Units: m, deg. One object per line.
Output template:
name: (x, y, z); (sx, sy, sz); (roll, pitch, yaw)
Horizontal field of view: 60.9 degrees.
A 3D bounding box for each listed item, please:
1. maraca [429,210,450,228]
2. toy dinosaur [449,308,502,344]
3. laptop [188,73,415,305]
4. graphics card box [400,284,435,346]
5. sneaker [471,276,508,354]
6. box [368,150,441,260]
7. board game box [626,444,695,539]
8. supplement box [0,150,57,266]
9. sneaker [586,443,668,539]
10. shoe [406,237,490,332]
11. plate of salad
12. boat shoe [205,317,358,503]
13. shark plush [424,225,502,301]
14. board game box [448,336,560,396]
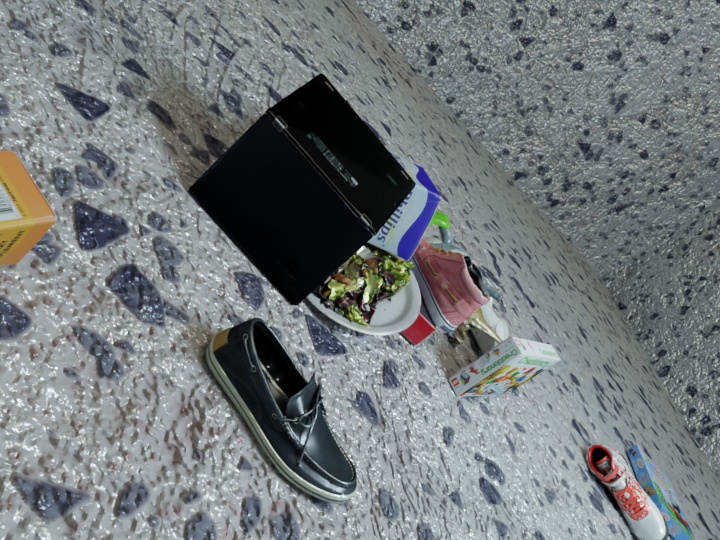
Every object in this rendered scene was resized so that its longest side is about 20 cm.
maraca: (0.083, -0.119, 1.126); (0.198, 0.108, 0.137); (4, 35, -42)
toy dinosaur: (0.189, 0.083, 1.074); (0.200, 0.059, 0.101); (41, 38, 15)
laptop: (-0.063, -0.103, 0.753); (0.188, 0.116, 0.200); (48, 45, -9)
graphics card box: (0.065, 0.014, 0.994); (0.125, 0.051, 0.201); (44, 23, -17)
sneaker: (0.217, 0.087, 1.174); (0.098, 0.075, 0.201); (16, 39, -24)
box: (-0.002, -0.127, 0.892); (0.198, 0.106, 0.184); (24, 19, -12)
board game box: (0.723, 0.542, 1.479); (0.151, 0.036, 0.201); (45, 23, -16)
supplement box: (-0.290, -0.026, 0.365); (0.069, 0.066, 0.200); (56, 24, 3)
sneaker: (0.520, 0.437, 1.214); (0.107, 0.067, 0.203); (32, 27, -37)
shoe: (0.130, -0.009, 0.966); (0.071, 0.091, 0.202); (23, 37, -48)
plate of salad: (0.000, 0.000, 0.831); (0.198, 0.048, 0.202); (19, 41, -18)
boat shoe: (-0.063, 0.130, 0.572); (0.201, 0.062, 0.075); (53, 21, -1)
shark plush: (0.174, 0.004, 1.160); (0.200, 0.091, 0.083); (45, 36, 9)
board game box: (0.242, 0.162, 1.013); (0.199, 0.126, 0.035); (15, 41, -54)
